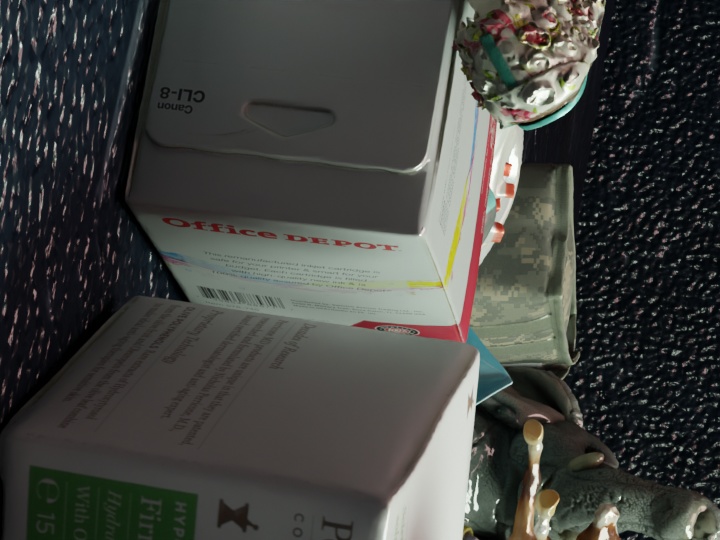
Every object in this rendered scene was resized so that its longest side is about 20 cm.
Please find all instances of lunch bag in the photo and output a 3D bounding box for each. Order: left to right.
[{"bbox_3d":[0.059,0.014,1.902,0.200,0.164,0.118,75,19,-66],"label":"lunch bag"}]

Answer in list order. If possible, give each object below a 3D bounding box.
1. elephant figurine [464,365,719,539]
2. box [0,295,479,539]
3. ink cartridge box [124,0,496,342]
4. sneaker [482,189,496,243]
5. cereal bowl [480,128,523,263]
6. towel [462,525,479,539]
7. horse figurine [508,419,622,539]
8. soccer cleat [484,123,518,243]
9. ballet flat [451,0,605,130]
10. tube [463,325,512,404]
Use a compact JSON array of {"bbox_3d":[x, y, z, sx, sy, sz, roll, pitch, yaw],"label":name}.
[{"bbox_3d":[0.078,0.114,1.593,0.142,0.200,0.155,110,-18,-46],"label":"elephant figurine"},{"bbox_3d":[-0.053,0.140,1.280,0.200,0.171,0.199,-54,151,-69],"label":"box"},{"bbox_3d":[-0.017,-0.061,1.425,0.200,0.145,0.145,68,30,-73],"label":"ink cartridge box"},{"bbox_3d":[0.018,0.006,1.614,0.200,0.091,0.078,-40,-121,39],"label":"sneaker"},{"bbox_3d":[0.035,-0.060,1.714,0.200,0.083,0.200,-31,130,-45],"label":"cereal bowl"},{"bbox_3d":[-0.028,0.165,1.433,0.023,0.200,0.144,-23,124,-52],"label":"towel"},{"bbox_3d":[0.073,0.168,1.351,0.133,0.050,0.200,80,26,-51],"label":"horse figurine"},{"bbox_3d":[0.056,-0.099,1.589,0.069,0.078,0.200,-96,-164,-60],"label":"soccer cleat"},{"bbox_3d":[0.079,-0.134,1.337,0.064,0.076,0.200,52,20,-20],"label":"ballet flat"},{"bbox_3d":[0.000,0.000,1.533,0.200,0.077,0.050,59,14,22],"label":"tube"}]
